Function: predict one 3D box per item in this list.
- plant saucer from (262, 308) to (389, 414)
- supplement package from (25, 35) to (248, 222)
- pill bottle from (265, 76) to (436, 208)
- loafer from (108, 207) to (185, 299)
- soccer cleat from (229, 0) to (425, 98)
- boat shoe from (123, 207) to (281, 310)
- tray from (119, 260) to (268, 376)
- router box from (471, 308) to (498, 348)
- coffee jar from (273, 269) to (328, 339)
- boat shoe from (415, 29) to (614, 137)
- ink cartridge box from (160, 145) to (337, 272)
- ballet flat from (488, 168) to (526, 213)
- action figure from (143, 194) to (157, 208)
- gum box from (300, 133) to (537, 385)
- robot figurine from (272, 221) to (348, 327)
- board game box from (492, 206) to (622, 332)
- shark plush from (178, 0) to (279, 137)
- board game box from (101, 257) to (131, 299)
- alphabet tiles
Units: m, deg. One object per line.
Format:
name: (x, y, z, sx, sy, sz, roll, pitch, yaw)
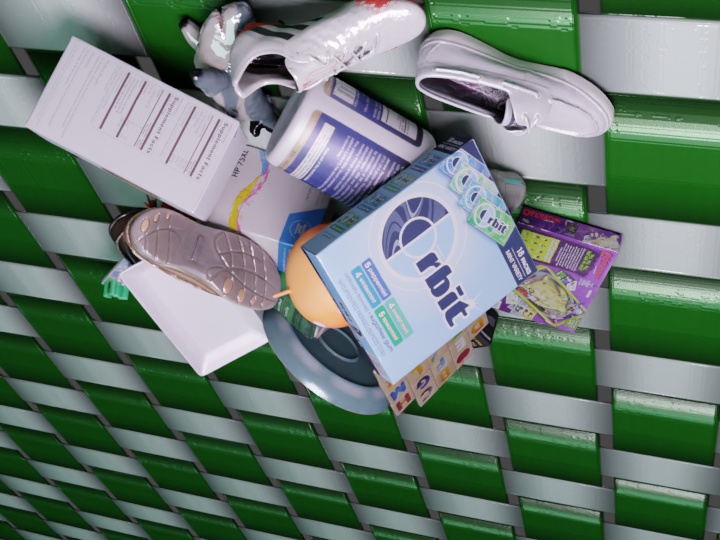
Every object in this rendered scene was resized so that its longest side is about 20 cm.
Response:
plant saucer: (-0.034, 0.098, 1.426, 0.199, 0.201, 0.027, 31, 114, -19)
supplement package: (-0.236, -0.148, 1.218, 0.199, 0.110, 0.114, 27, 177, 1)
pill bottle: (0.010, -0.117, 1.188, 0.199, 0.112, 0.111, 28, 148, -14)
loafer: (-0.226, -0.001, 1.384, 0.073, 0.071, 0.200, -39, 126, 10)
soccer cleat: (-0.034, -0.211, 1.074, 0.199, 0.086, 0.069, -6, 142, 18)
boat shoe: (-0.177, -0.014, 1.269, 0.199, 0.076, 0.072, 32, 162, -30)
tray: (-0.196, 0.040, 1.362, 0.107, 0.022, 0.200, -27, 131, 5)
router box: (0.058, 0.035, 1.457, 0.157, 0.052, 0.200, -13, 136, 42)
coffee jar: (-0.103, -0.013, 1.378, 0.199, 0.104, 0.085, 35, 150, 12)
boat shoe: (0.146, -0.165, 1.080, 0.199, 0.069, 0.072, 25, 149, -9)
ink cartridge box: (-0.135, -0.080, 1.322, 0.199, 0.117, 0.067, 16, 149, 4)
ballet flat: (0.122, -0.055, 1.278, 0.063, 0.068, 0.200, -2, 161, -26)
action figure: (-0.207, -0.057, 1.462, 0.199, 0.100, 0.065, 10, 153, -30)
gum box: (0.064, -0.011, 1.146, 0.170, 0.200, 0.045, 60, 166, -25)
robot figurine: (-0.001, 0.001, 1.239, 0.143, 0.199, 0.117, 28, 116, 39)
board game box: (0.225, 0.003, 1.341, 0.119, 0.032, 0.200, 21, 150, 6)
shark plush: (-0.114, -0.194, 1.187, 0.083, 0.091, 0.200, -23, 132, 8)
board game box: (-0.238, 0.023, 1.536, 0.199, 0.026, 0.200, 10, 165, -21)
alphabet tiles: (0.087, 0.090, 1.349, 0.006, 0.166, 0.200, 39, 167, 29)
